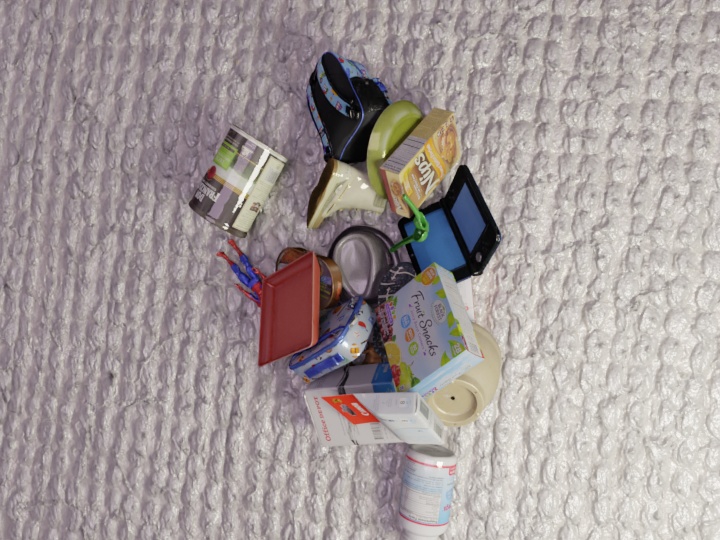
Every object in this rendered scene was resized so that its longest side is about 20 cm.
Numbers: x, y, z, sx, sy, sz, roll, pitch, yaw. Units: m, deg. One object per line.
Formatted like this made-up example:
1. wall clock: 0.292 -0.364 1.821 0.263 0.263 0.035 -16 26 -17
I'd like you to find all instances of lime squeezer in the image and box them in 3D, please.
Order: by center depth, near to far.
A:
1. lime squeezer: 0.105 -0.093 1.275 0.069 0.201 0.038 18 62 5

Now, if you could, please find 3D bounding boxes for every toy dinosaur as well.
1. toy dinosaur: 0.022 0.217 1.376 0.103 0.060 0.206 -1 88 11

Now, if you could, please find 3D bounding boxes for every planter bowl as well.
1. planter bowl: 0.182 0.218 1.256 0.195 0.136 0.204 4 123 6

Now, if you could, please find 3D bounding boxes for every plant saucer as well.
1. plant saucer: 0.088 -0.242 1.304 0.031 0.198 0.205 20 93 38
2. plant saucer: -0.145 0.087 1.332 0.198 0.036 0.205 -26 56 44

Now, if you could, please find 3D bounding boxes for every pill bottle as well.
1. pill bottle: 0.135 0.472 1.318 0.106 0.109 0.206 8 91 13

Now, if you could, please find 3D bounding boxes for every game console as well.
1. game console: 0.173 -0.083 1.283 0.115 0.172 0.203 -6 55 -20

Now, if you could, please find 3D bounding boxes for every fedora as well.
1. fedora: 0.000 0.000 1.371 0.172 0.090 0.206 -6 87 13

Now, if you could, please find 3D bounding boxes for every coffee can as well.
1. coffee can: -0.270 -0.197 1.412 0.145 0.146 0.203 32 95 12

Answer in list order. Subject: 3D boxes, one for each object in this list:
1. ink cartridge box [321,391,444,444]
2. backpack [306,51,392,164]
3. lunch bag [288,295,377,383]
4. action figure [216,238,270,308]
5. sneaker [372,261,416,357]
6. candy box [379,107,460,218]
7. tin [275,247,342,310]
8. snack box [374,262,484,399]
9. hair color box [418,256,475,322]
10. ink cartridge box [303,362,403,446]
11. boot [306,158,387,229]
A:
1. ink cartridge box: 0.041 0.280 1.193 0.195 0.161 0.048 -8 56 24
2. backpack: -0.028 -0.349 1.341 0.203 0.132 0.183 64 145 21
3. lunch bag: -0.056 0.143 1.306 0.076 0.161 0.199 45 130 -13
4. action figure: -0.250 0.022 1.453 0.065 0.052 0.201 -42 82 3
5. sneaker: 0.077 0.081 1.355 0.076 0.086 0.205 17 94 23
6. candy box: 0.125 -0.219 1.289 0.055 0.117 0.201 22 59 34
7. tin: -0.113 0.017 1.378 0.198 0.041 0.115 21 105 43
8. snack box: 0.124 0.117 1.195 0.168 0.067 0.203 -39 47 27
9. hair color box: 0.185 0.072 1.341 0.108 0.064 0.206 -5 86 12
10. ink cartridge box: -0.002 0.281 1.333 0.195 0.085 0.148 -8 112 19
11. boot: -0.028 -0.148 1.382 0.151 0.201 0.073 10 52 -21
